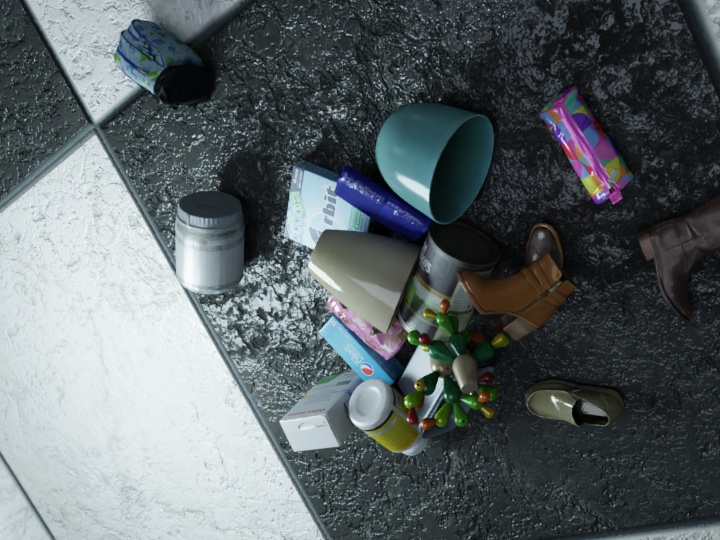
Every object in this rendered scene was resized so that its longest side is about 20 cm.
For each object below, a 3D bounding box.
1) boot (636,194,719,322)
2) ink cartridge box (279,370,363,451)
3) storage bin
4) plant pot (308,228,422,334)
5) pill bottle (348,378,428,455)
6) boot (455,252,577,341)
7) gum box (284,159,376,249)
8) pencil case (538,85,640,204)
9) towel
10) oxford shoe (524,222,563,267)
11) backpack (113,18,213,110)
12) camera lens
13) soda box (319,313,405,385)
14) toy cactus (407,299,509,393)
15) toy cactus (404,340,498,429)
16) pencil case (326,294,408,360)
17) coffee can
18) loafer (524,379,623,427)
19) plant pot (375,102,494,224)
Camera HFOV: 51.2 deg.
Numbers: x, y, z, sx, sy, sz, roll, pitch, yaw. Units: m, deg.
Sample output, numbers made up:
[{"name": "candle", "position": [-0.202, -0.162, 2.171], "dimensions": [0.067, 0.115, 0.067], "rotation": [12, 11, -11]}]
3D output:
[{"name": "boot", "position": [0.592, -0.026, 1.258], "dimensions": [0.198, 0.064, 0.189], "rotation": [-26, 100, 32]}, {"name": "ink cartridge box", "position": [-0.068, 0.318, 1.719], "dimensions": [0.142, 0.200, 0.086], "rotation": [-16, 104, 35]}, {"name": "storage bin", "position": [0.174, 0.228, 1.587], "dimensions": [0.135, 0.143, 0.202], "rotation": [52, 133, 33]}, {"name": "plant pot", "position": [0.000, 0.000, 1.512], "dimensions": [0.196, 0.188, 0.190], "rotation": [23, 123, 5]}, {"name": "pill bottle", "position": [0.069, 0.329, 1.654], "dimensions": [0.110, 0.115, 0.200], "rotation": [-12, 141, 33]}, {"name": "boot", "position": [0.279, 0.021, 1.348], "dimensions": [0.199, 0.074, 0.155], "rotation": [36, 114, -26]}, {"name": "gum box", "position": [-0.062, -0.119, 1.604], "dimensions": [0.197, 0.044, 0.173], "rotation": [24, 122, 19]}, {"name": "pencil case", "position": [0.385, -0.210, 1.275], "dimensions": [0.088, 0.088, 0.202], "rotation": [-34, 93, 37]}, {"name": "towel", "position": [0.045, -0.131, 1.452], "dimensions": [0.197, 0.050, 0.148], "rotation": [31, 169, -2]}, {"name": "oxford shoe", "position": [0.338, 0.013, 1.413], "dimensions": [0.070, 0.073, 0.205], "rotation": [7, 116, 26]}, {"name": "backpack", "position": [-0.434, -0.445, 1.614], "dimensions": [0.197, 0.162, 0.157], "rotation": [24, 115, 26]}, {"name": "camera lens", "position": [-0.345, -0.060, 1.729], "dimensions": [0.157, 0.160, 0.204], "rotation": [19, 121, 21]}, {"name": "soda box", "position": [0.003, 0.179, 1.696], "dimensions": [0.200, 0.064, 0.068], "rotation": [47, 127, 3]}, {"name": "toy cactus", "position": [0.188, 0.140, 1.363], "dimensions": [0.195, 0.167, 0.103], "rotation": [10, 133, -17]}, {"name": "toy cactus", "position": [0.164, 0.208, 1.404], "dimensions": [0.103, 0.195, 0.168], "rotation": [100, 157, -56]}, {"name": "pencil case", "position": [0.016, 0.102, 1.641], "dimensions": [0.199, 0.087, 0.083], "rotation": [39, 146, 7]}, {"name": "coffee can", "position": [0.170, 0.025, 1.473], "dimensions": [0.144, 0.146, 0.203], "rotation": [29, 124, 15]}, {"name": "loafer", "position": [0.416, 0.265, 1.490], "dimensions": [0.196, 0.067, 0.078], "rotation": [-5, 110, 32]}, {"name": "plant pot", "position": [0.123, -0.210, 1.367], "dimensions": [0.159, 0.199, 0.205], "rotation": [29, 125, 31]}]
